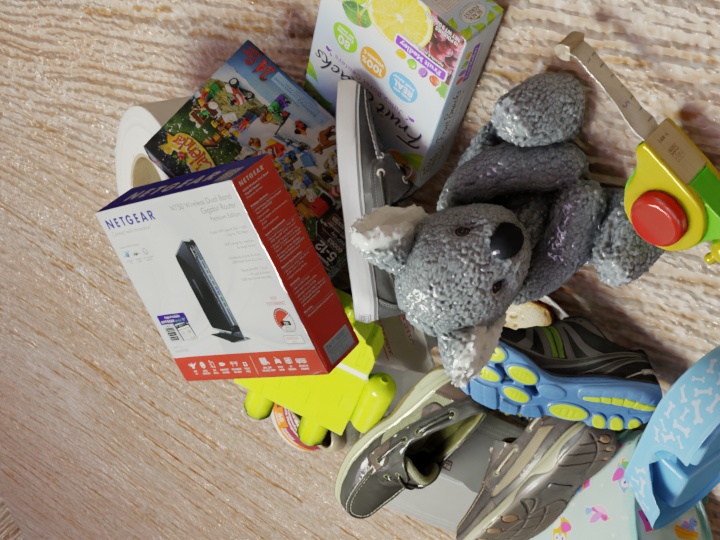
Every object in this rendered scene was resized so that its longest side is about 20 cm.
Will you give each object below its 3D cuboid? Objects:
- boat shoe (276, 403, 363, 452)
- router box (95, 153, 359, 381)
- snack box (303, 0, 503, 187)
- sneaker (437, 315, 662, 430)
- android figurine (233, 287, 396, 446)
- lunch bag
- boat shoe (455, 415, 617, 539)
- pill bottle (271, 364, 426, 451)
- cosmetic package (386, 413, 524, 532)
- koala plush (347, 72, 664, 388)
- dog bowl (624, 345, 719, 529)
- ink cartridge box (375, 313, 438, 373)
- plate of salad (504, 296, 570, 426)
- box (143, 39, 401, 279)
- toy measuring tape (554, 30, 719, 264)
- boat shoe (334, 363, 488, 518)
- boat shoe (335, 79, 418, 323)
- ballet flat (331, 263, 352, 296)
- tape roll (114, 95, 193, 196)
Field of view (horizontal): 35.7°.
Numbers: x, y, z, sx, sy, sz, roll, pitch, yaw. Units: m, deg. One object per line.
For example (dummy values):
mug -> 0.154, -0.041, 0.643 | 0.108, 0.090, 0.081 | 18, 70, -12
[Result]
boat shoe -> -0.069, 0.112, 1.192 | 0.200, 0.064, 0.073 | 48, 129, 26
router box -> -0.117, 0.005, 0.958 | 0.198, 0.049, 0.181 | -8, 115, 45
snack box -> 0.028, -0.177, 0.932 | 0.142, 0.053, 0.201 | 43, 151, 14
sneaker -> 0.159, 0.078, 0.953 | 0.197, 0.083, 0.071 | 14, 132, -5
android figurine -> -0.050, 0.085, 1.060 | 0.180, 0.041, 0.201 | 27, 133, 3
lunch bag -> 0.243, 0.256, 1.054 | 0.170, 0.121, 0.203 | -29, 70, 59
boat shoe -> 0.158, 0.190, 1.045 | 0.200, 0.074, 0.074 | -49, 42, 26
pill bottle -> -0.013, 0.144, 1.275 | 0.110, 0.109, 0.199 | 55, 145, -9
cosmetic package -> 0.097, 0.212, 1.187 | 0.106, 0.091, 0.200 | 24, 153, -9
koala plush -> 0.098, -0.017, 0.872 | 0.178, 0.200, 0.183 | 53, 149, -7
dog bowl -> 0.274, 0.132, 0.903 | 0.050, 0.111, 0.201 | 48, 152, 28
ink cartridge box -> 0.013, 0.031, 1.160 | 0.199, 0.067, 0.118 | 11, 128, 48
plate of salad -> 0.148, 0.087, 1.070 | 0.199, 0.048, 0.202 | 32, 145, 26
box -> -0.074, -0.087, 0.990 | 0.200, 0.137, 0.038 | 42, 170, 7
toy measuring tape -> 0.200, -0.079, 0.804 | 0.200, 0.073, 0.074 | 48, 149, 3
boat shoe -> 0.046, 0.173, 1.052 | 0.201, 0.071, 0.066 | -51, 41, 23
boat shoe -> 0.016, -0.060, 0.929 | 0.070, 0.065, 0.203 | 94, 170, -84
ballet flat -> 0.000, 0.000, 1.053 | 0.198, 0.068, 0.068 | -17, 69, 36
tape roll -> -0.148, -0.076, 1.126 | 0.202, 0.138, 0.205 | 34, 131, 49
